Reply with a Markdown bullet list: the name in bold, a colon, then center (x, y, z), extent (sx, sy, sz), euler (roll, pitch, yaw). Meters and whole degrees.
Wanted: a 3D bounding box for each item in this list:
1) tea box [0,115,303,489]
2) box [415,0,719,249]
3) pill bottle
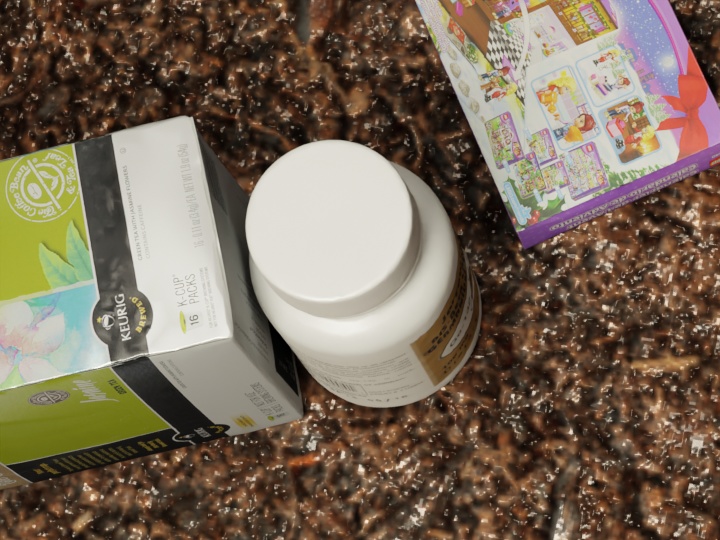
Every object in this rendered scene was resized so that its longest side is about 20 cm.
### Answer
- **tea box**: center (-0.153, 0.024, 1.522), extent (0.196, 0.200, 0.134), euler (-14, 72, 5)
- **box**: center (0.118, -0.130, 1.602), extent (0.137, 0.039, 0.200), euler (-23, 71, 4)
- **pill bottle**: center (0.000, 0.000, 1.501), extent (0.114, 0.200, 0.115), euler (-3, 74, 9)
